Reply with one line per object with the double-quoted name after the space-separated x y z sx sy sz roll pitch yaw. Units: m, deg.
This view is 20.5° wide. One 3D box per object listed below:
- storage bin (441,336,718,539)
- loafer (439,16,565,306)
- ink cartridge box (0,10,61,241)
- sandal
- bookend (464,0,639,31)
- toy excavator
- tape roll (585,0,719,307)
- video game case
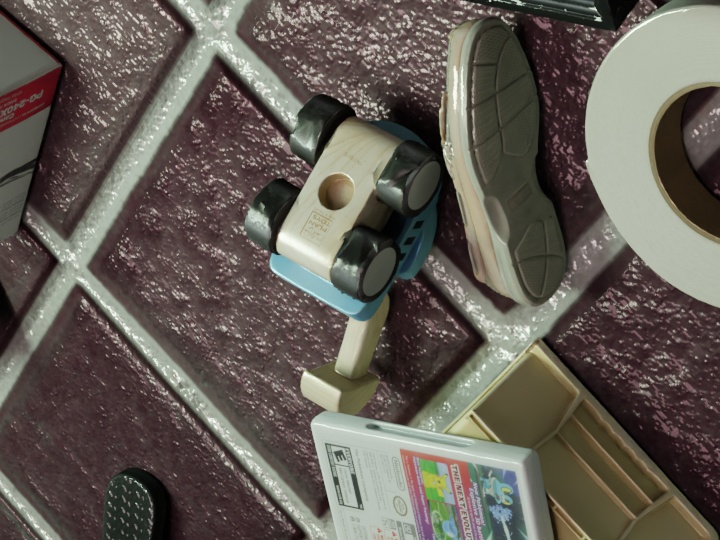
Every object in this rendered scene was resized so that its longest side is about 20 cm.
0.119 0.190 1.404 0.199 0.094 0.200 47 137 6 "storage bin"
0.079 -0.069 1.291 0.063 0.072 0.201 12 127 44 "loafer"
-0.335 -0.122 1.602 0.145 0.083 0.200 39 135 15 "ink cartridge box"
-0.199 0.264 1.769 0.075 0.048 0.201 29 119 26 "sandal"
0.062 -0.253 1.119 0.198 0.092 0.200 18 147 34 "bookend"
0.000 0.000 1.387 0.100 0.200 0.195 28 87 26 "toy excavator"
0.226 -0.069 1.184 0.202 0.037 0.204 21 129 29 "tape roll"
0.060 0.199 1.377 0.182 0.023 0.201 8 120 38 "video game case"
